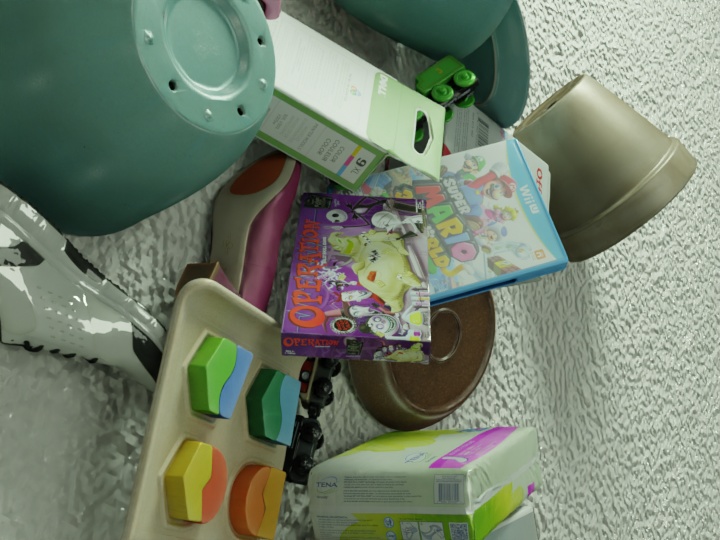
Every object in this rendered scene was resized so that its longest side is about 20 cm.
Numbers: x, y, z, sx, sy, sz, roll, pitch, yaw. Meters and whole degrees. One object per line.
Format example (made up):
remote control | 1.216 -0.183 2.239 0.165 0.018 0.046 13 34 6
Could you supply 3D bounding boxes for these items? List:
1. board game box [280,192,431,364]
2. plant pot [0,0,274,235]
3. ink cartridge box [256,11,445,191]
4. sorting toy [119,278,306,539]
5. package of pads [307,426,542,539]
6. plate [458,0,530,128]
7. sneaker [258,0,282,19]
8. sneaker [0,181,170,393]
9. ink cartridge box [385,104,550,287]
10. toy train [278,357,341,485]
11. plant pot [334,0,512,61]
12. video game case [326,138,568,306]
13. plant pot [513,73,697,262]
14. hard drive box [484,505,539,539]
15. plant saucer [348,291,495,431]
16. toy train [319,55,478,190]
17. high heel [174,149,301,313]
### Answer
board game box | 0.000 0.000 0.815 0.202 0.117 0.033 -87 176 -53
plant pot | -0.157 -0.140 0.676 0.199 0.159 0.205 15 70 -47
ink cartridge box | -0.023 -0.141 0.845 0.198 0.059 0.105 27 44 -18
sorting toy | -0.097 0.129 0.720 0.185 0.036 0.204 40 59 -59
package of pads | 0.058 0.183 0.837 0.199 0.152 0.070 -2 86 -64
plate | 0.122 -0.249 1.036 0.025 0.200 0.204 -19 97 -15
sneaker | -0.144 -0.281 0.788 0.094 0.079 0.202 -28 80 -12
sneaker | -0.207 0.030 0.661 0.200 0.073 0.081 45 66 -28
ink cartridge box | 0.120 -0.082 1.049 0.199 0.082 0.148 28 60 -42
toy train | -0.042 0.088 0.850 0.034 0.045 0.203 83 19 -65
plant pot | 0.045 -0.326 0.945 0.159 0.199 0.205 9 73 -33
video game case | 0.080 -0.042 0.909 0.196 0.018 0.145 -15 64 -8
plant pot | 0.289 -0.142 1.201 0.174 0.199 0.200 51 45 -7
hard drive box | 0.040 0.262 0.815 0.198 0.154 0.078 -5 84 -50
plant saucer | 0.071 0.062 0.949 0.198 0.034 0.204 -8 102 -39
toy train | 0.033 -0.147 0.936 0.199 0.056 0.042 -35 148 -20
high heel | -0.090 -0.012 0.815 0.201 0.066 0.097 -61 141 -36
